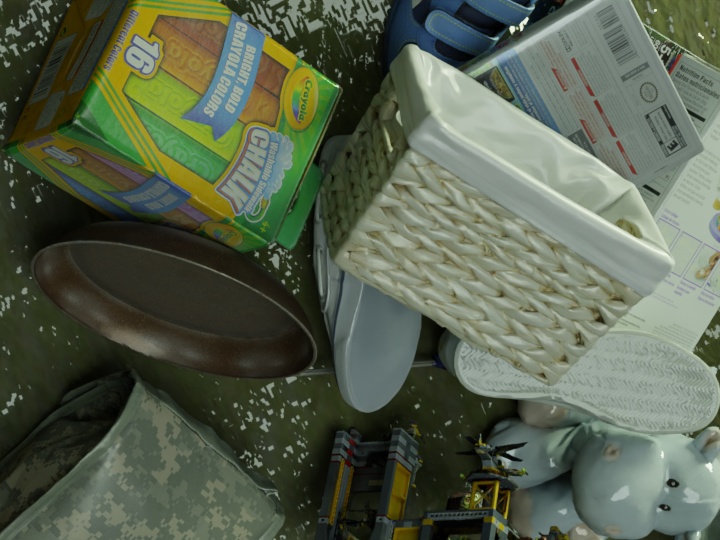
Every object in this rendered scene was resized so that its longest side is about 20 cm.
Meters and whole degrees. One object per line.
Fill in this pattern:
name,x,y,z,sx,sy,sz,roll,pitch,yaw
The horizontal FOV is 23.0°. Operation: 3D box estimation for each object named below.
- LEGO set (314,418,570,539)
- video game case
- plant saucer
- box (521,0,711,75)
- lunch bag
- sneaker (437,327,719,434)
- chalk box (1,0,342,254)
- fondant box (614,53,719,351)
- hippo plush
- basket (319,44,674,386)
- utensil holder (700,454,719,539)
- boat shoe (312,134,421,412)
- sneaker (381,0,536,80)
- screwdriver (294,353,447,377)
LEGO set,0.064,0.177,1.319,0.154,0.200,0.116,37,54,-40
video game case,0.120,-0.092,1.217,0.200,0.018,0.143,-30,117,7
plant saucer,-0.121,0.017,1.183,0.200,0.200,0.032,30,65,-27
box,0.152,-0.098,1.304,0.136,0.038,0.200,25,100,-26
lunch bag,-0.172,0.179,1.248,0.200,0.118,0.164,-42,117,4
sneaker,0.156,0.069,1.298,0.199,0.116,0.074,13,92,-8
chalk box,-0.104,-0.087,1.146,0.200,0.124,0.125,31,69,-26
fondant box,0.242,-0.043,1.320,0.144,0.058,0.200,22,102,-49
hippo plush,0.206,0.168,1.356,0.199,0.161,0.160,6,107,-22
basket,0.082,-0.032,1.157,0.200,0.136,0.123,29,112,-19
utensil holder,0.369,0.256,1.447,0.170,0.170,0.200,-32,119,-6
boat shoe,0.000,0.000,1.272,0.073,0.065,0.201,-7,107,-38
sneaker,0.079,-0.192,1.218,0.074,0.082,0.200,19,104,-26
screwdriver,0.040,0.067,1.334,0.199,0.028,0.029,2,79,-20
